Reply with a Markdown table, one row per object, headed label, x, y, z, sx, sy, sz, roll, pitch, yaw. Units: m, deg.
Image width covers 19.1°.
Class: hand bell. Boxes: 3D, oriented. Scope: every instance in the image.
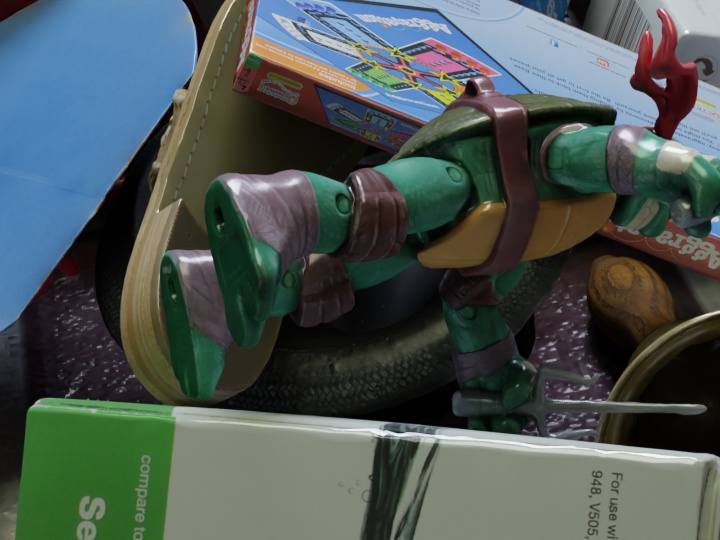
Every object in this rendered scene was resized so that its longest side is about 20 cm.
| label | x | y | z | sx | sy | sz | roll | pitch | yaw |
| --- | --- | --- | --- | --- | --- | --- | --- | --- | --- |
| hand bell | 0.117 | 0.033 | 0.810 | 0.104 | 0.104 | 0.200 | -9 | 18 | -5 |

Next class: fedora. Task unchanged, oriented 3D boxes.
| label | x | y | z | sx | sy | sz | roll | pitch | yaw |
| --- | --- | --- | --- | --- | --- | --- | --- | --- | --- |
| fedora | 0.000 | 0.000 | 0.828 | 0.200 | 0.092 | 0.201 | -13 | 49 | 15 |

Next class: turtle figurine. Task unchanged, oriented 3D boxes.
| label | x | y | z | sx | sy | sz | roll | pitch | yaw |
| --- | --- | --- | --- | --- | --- | --- | --- | --- | --- |
| turtle figurine | 0.044 | -0.008 | 0.663 | 0.200 | 0.150 | 0.101 | -9 | 56 | -20 |

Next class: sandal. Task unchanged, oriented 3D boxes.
| label | x | y | z | sx | sy | sz | roll | pitch | yaw |
| --- | --- | --- | --- | --- | --- | --- | --- | --- | --- |
| sandal | -0.054 | -0.031 | 0.765 | 0.070 | 0.078 | 0.212 | -25 | 32 | 37 |

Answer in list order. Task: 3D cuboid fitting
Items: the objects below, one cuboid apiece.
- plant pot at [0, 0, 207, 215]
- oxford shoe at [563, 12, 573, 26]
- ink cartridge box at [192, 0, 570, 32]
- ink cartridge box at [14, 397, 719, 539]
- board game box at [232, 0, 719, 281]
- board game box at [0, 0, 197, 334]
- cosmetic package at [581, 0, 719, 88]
| label | x | y | z | sx | sy | sz | roll | pitch | yaw |
| --- | --- | --- | --- | --- | --- | --- | --- | --- | --- |
| plant pot | -0.123 | -0.139 | 1.018 | 0.200 | 0.183 | 0.201 | -4 | 31 | 3 |
| oxford shoe | 0.065 | -0.083 | 1.002 | 0.084 | 0.073 | 0.200 | -16 | 30 | -5 |
| ink cartridge box | 0.028 | -0.175 | 0.914 | 0.144 | 0.085 | 0.200 | 2 | 51 | 25 |
| ink cartridge box | 0.015 | 0.090 | 0.646 | 0.200 | 0.083 | 0.147 | 3 | -6 | 17 |
| board game box | 0.054 | -0.063 | 0.764 | 0.200 | 0.019 | 0.103 | 21 | 36 | -12 |
| board game box | -0.133 | -0.030 | 0.857 | 0.158 | 0.039 | 0.200 | 14 | 65 | 49 |
| cosmetic package | 0.202 | -0.081 | 0.912 | 0.200 | 0.074 | 0.102 | 8 | 32 | -16 |
